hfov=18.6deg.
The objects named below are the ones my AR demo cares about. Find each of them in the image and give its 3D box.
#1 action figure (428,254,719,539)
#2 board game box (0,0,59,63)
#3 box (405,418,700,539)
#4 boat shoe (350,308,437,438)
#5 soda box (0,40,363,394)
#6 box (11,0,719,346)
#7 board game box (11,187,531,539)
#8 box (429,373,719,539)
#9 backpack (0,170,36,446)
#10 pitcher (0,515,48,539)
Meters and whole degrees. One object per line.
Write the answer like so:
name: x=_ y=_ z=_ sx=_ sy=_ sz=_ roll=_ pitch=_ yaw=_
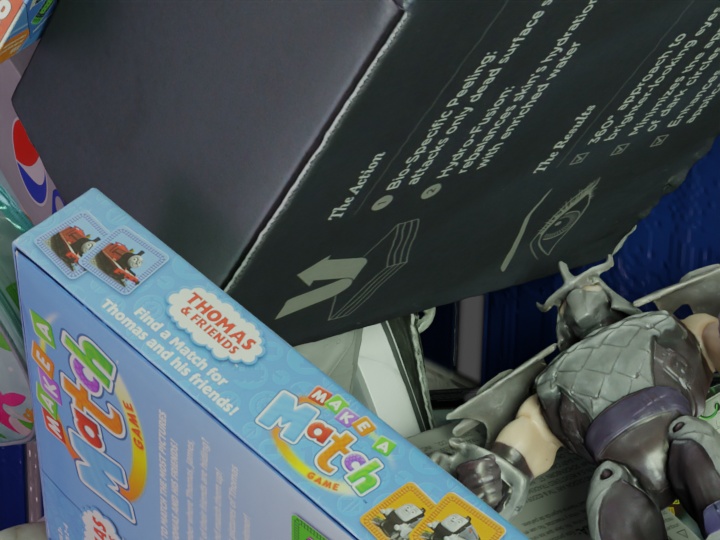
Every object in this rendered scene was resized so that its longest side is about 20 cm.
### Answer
action figure: x=0.088 y=0.059 z=0.648 sx=0.130 sy=0.069 sz=0.201 roll=-37 pitch=37 yaw=17
board game box: x=-0.081 y=-0.124 z=0.703 sx=0.019 sy=0.200 sz=0.103 roll=30 pitch=103 yaw=-4
box: x=0.029 y=0.160 z=0.756 sx=0.101 sy=0.112 sz=0.201 roll=43 pitch=131 yaw=34
boat shoe: x=-0.001 y=0.001 z=0.814 sx=0.200 sy=0.068 sz=0.074 roll=67 pitch=154 yaw=14
soda box: x=-0.074 y=-0.026 z=0.787 sx=0.200 sy=0.068 sz=0.064 roll=54 pitch=150 yaw=36
box: x=0.028 y=-0.084 z=0.670 sx=0.118 sy=0.199 sz=0.197 roll=59 pitch=139 yaw=21
board game box: x=-0.018 y=0.087 z=0.624 sx=0.200 sy=0.037 sz=0.152 roll=37 pitch=148 yaw=24
box: x=0.074 y=0.111 z=0.809 sx=0.200 sy=0.040 sz=0.138 roll=-8 pitch=96 yaw=53
backpack: x=-0.137 y=-0.016 z=0.948 sx=0.199 sy=0.151 sz=0.178 roll=-7 pitch=119 yaw=45
pitcher: x=-0.109 y=0.144 z=0.922 sx=0.122 sy=0.199 sz=0.172 roll=57 pitch=139 yaw=22
